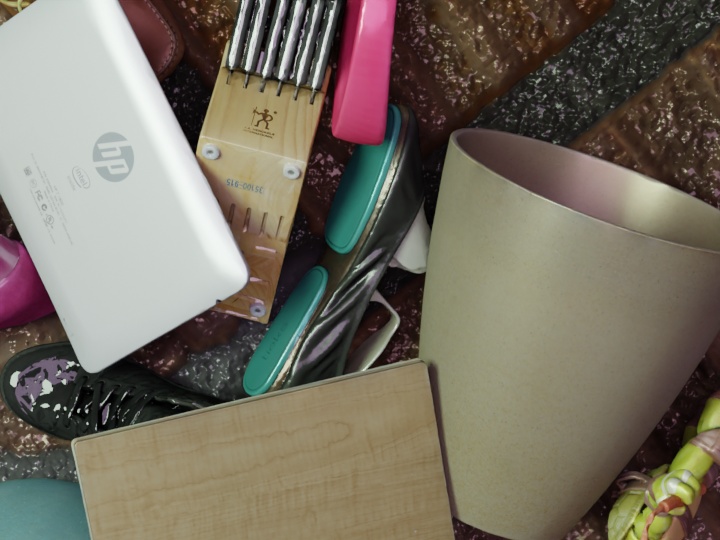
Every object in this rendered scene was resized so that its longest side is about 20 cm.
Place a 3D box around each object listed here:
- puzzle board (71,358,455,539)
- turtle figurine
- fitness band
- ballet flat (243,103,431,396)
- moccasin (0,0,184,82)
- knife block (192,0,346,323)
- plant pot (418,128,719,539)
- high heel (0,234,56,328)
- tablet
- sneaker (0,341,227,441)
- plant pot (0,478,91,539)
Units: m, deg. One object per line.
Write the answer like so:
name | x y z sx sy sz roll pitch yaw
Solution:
puzzle board | -0.048 0.141 1.107 0.199 0.017 0.152 -12 104 -12
turtle figurine | 0.178 0.141 1.170 0.064 0.200 0.161 29 63 22
fitness band | 0.015 -0.166 1.130 0.037 0.144 0.201 10 55 -4
ballet flat | 0.000 0.000 1.189 0.068 0.068 0.201 23 100 -24
moccasin | -0.187 -0.182 1.169 0.074 0.078 0.201 -44 92 3
knife block | -0.055 -0.094 1.194 0.064 0.176 0.201 14 135 -1
plant pot | 0.106 0.045 1.148 0.186 0.187 0.201 19 104 -2
high heel | -0.278 0.037 1.191 0.199 0.068 0.096 -33 133 9
tablet | -0.152 -0.055 1.138 0.130 0.014 0.201 -29 86 28
sneaker | -0.117 0.089 1.163 0.199 0.104 0.060 18 89 -3
plant pot | -0.193 0.227 1.147 0.199 0.135 0.202 0 91 -2
